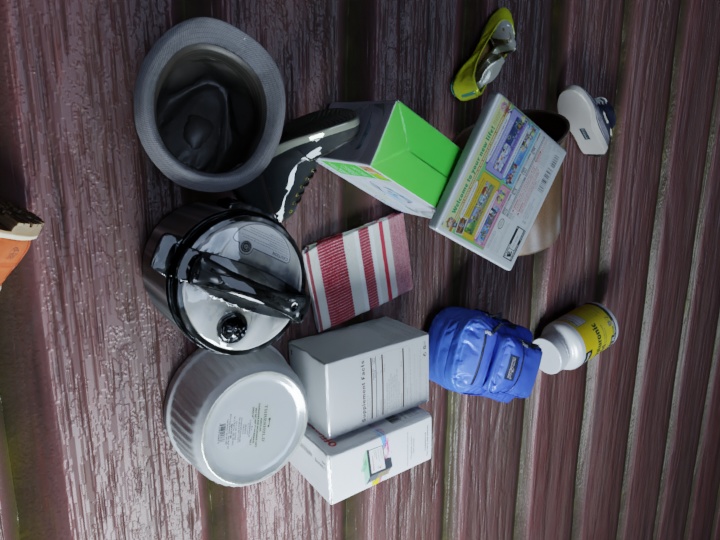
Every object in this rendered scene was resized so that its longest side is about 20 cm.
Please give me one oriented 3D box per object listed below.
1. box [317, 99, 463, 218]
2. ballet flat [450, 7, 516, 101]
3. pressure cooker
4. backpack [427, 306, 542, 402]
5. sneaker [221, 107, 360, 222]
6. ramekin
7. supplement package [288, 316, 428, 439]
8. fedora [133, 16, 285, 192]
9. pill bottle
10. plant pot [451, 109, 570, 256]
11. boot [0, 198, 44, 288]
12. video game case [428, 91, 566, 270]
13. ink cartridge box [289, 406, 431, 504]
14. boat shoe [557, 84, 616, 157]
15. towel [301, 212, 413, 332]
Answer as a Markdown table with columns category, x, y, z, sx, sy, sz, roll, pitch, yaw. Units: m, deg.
| category | x | y | z | sx | sy | sz | roll | pitch | yaw |
| --- | --- | --- | --- | --- | --- | --- | --- | --- | --- |
| box | 0.054 | -0.160 | 0.808 | 0.198 | 0.175 | 0.098 | 25 | 88 | -37 |
| ballet flat | 0.232 | -0.379 | 0.957 | 0.067 | 0.067 | 0.202 | 41 | 76 | -34 |
| pressure cooker | -0.162 | 0.009 | 0.676 | 0.174 | 0.199 | 0.182 | -25 | 114 | -28 |
| backpack | 0.223 | 0.151 | 1.012 | 0.197 | 0.167 | 0.166 | 19 | 83 | -33 |
| sneaker | -0.081 | -0.142 | 0.753 | 0.197 | 0.075 | 0.107 | -21 | 125 | 8 |
| ramekin | -0.167 | 0.204 | 0.776 | 0.197 | 0.104 | 0.205 | -9 | 106 | -34 |
| supplement package | -0.001 | 0.163 | 0.876 | 0.197 | 0.120 | 0.122 | -10 | 105 | -33 |
| fedora | -0.189 | -0.189 | 0.671 | 0.174 | 0.090 | 0.204 | 19 | 76 | -30 |
| pill bottle | 0.476 | 0.154 | 1.227 | 0.197 | 0.111 | 0.114 | -21 | 112 | -30 |
| plant pot | 0.273 | -0.148 | 0.972 | 0.199 | 0.199 | 0.201 | -34 | 126 | -24 |
| boot | -0.402 | -0.018 | 0.521 | 0.074 | 0.200 | 0.108 | 32 | 92 | 8 |
| video game case | 0.204 | -0.121 | 0.795 | 0.180 | 0.022 | 0.203 | 22 | 95 | -37 |
| ink cartridge box | -0.004 | 0.270 | 0.882 | 0.197 | 0.144 | 0.086 | -11 | 107 | -33 |
| boat shoe | 0.479 | -0.338 | 1.150 | 0.200 | 0.074 | 0.094 | 43 | 68 | -42 |
| towel | 0.000 | 0.000 | 0.903 | 0.197 | 0.023 | 0.147 | -22 | 115 | -28 |
